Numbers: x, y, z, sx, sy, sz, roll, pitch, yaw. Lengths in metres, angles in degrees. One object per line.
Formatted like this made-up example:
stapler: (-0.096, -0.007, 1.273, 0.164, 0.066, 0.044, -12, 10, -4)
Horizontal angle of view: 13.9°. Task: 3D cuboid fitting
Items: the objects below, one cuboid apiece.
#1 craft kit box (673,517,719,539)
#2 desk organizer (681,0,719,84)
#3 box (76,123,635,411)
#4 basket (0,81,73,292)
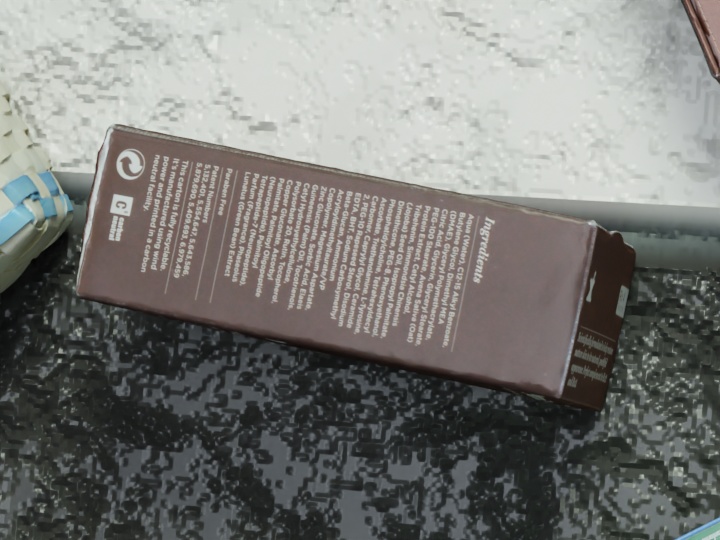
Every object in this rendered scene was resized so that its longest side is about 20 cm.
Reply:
craft kit box: (0.067, 0.151, 1.077, 0.199, 0.197, 0.049, -28, 82, 10)
desk organizer: (0.140, -0.176, 1.155, 0.077, 0.072, 0.201, -23, 80, 11)
box: (0.000, 0.000, 1.159, 0.199, 0.100, 0.075, 10, 87, 15)
basket: (-0.225, -0.055, 1.197, 0.176, 0.139, 0.200, -44, 86, 7)
